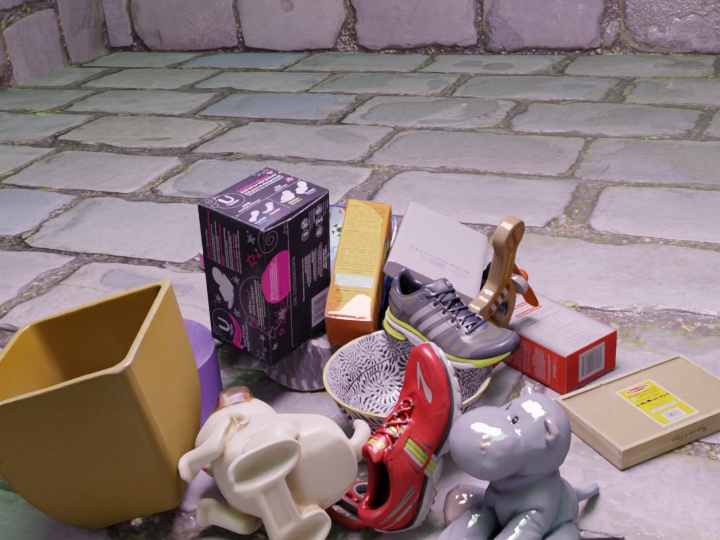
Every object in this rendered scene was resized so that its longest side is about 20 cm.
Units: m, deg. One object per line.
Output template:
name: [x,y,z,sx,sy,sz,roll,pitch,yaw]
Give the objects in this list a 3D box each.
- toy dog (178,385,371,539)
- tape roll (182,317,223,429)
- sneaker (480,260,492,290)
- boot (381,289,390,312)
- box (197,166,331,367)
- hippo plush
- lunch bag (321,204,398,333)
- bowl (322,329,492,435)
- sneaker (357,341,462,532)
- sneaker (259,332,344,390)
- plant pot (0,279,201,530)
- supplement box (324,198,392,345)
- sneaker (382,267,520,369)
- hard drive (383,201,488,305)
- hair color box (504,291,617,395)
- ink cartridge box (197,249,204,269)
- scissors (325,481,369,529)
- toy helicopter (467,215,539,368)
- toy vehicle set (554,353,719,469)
toy dog: [-0.105,0.193,0.962,0.194,0.140,0.199,-41,27,-24]
tape roll: [-0.283,0.144,1.176,0.197,0.086,0.200,-4,25,2]
sneaker: [0.139,0.038,1.314,0.198,0.087,0.080,-21,27,-29]
boot: [-0.030,0.028,1.378,0.210,0.080,0.157,-23,32,-29]
box: [-0.117,-0.007,1.141,0.114,0.202,0.132,22,39,30]
hippo plush: [0.163,0.208,0.859,0.197,0.163,0.160,-7,25,-5]
lunch bag: [-0.025,0.002,1.296,0.158,0.076,0.202,11,60,19]
bowl: [0.059,0.156,1.070,0.198,0.095,0.201,-5,25,2]
sneaker: [0.044,0.171,0.909,0.084,0.203,0.077,8,6,-32]
sneaker: [-0.041,0.119,1.220,0.197,0.076,0.082,4,10,8]
plant pot: [-0.274,0.161,0.980,0.193,0.202,0.195,-17,23,10]
supplement box: [0.000,0.000,1.201,0.068,0.067,0.202,4,53,6]
sneaker: [0.102,0.056,1.067,0.199,0.082,0.074,18,33,39]
hard drive: [0.110,-0.024,1.261,0.131,0.026,0.200,25,29,-1]
hair color box: [0.239,0.087,1.222,0.101,0.062,0.199,-21,30,-28]
ink cartridge box: [-0.179,-0.010,1.536,0.119,0.042,0.199,-22,27,-32]
scissors: [-0.050,0.236,1.017,0.199,0.014,0.073,18,36,38]
toy helicopter: [0.178,0.016,1.119,0.079,0.202,0.132,33,46,31]
toy vehicle set: [0.350,0.164,1.075,0.198,0.027,0.124,-15,27,-20]
